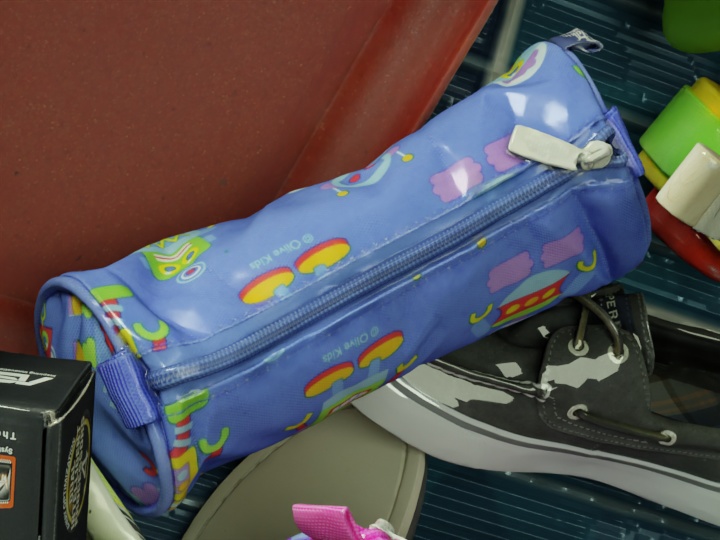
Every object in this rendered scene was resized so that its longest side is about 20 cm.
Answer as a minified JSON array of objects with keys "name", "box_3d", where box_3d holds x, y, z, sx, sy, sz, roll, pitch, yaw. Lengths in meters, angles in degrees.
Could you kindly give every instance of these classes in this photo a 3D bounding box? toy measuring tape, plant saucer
[{"name":"toy measuring tape","box_3d":[0.116,-0.035,0.853,0.073,0.200,0.074,-2,86,22]},{"name":"plant saucer","box_3d":[-0.069,-0.056,0.782,0.199,0.037,0.201,17,109,-43]}]

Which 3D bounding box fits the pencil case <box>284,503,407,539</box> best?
[{"name":"pencil case","box_3d":[0.043,0.130,0.811,0.199,0.088,0.089,20,79,-50]}]

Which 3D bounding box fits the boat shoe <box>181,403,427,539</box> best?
[{"name":"boat shoe","box_3d":[-0.032,0.136,0.851,0.201,0.072,0.063,-62,149,-18]}]

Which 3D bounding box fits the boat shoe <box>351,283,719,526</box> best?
[{"name":"boat shoe","box_3d":[0.083,0.034,0.867,0.199,0.066,0.070,21,36,-20]}]

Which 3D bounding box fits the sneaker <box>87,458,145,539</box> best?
[{"name":"sneaker","box_3d":[-0.080,0.128,0.749,0.075,0.076,0.201,-31,93,-37]}]

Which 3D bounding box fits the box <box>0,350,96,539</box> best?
[{"name":"box","box_3d":[-0.176,0.094,0.704,0.198,0.049,0.162,8,108,5]}]

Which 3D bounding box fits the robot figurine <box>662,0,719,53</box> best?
[{"name":"robot figurine","box_3d":[0.169,-0.165,0.897,0.175,0.116,0.201,19,81,-23]}]

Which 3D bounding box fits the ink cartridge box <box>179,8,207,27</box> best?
[{"name":"ink cartridge box","box_3d":[-0.021,-0.178,0.854,0.200,0.067,0.117,-37,100,-17]}]

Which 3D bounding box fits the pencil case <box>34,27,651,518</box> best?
[{"name":"pencil case","box_3d":[0.000,0.000,0.787,0.199,0.087,0.078,-27,88,-19]}]
